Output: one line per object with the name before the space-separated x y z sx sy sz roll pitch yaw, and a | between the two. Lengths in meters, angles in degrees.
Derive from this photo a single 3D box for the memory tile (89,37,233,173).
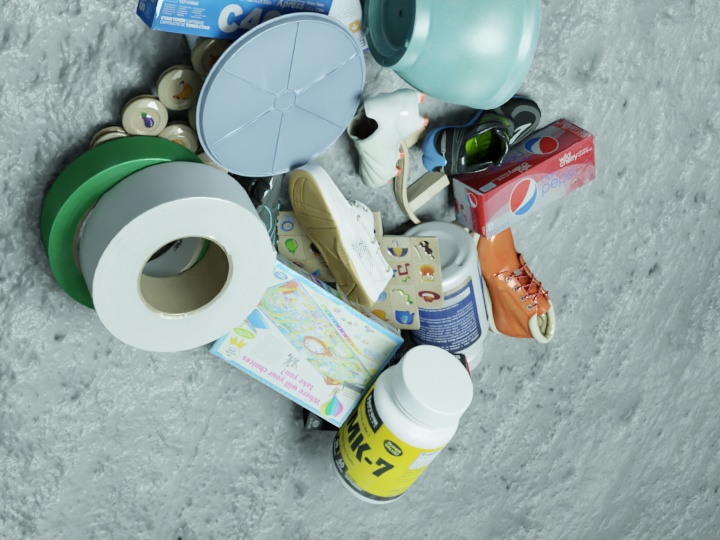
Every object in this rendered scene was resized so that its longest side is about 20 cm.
memory tile | -0.179 -0.152 1.382 0.199 0.017 0.153 -39 133 12

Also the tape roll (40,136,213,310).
tape roll | -0.244 -0.047 1.390 0.197 0.048 0.203 -14 132 -17

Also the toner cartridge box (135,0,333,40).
toner cartridge box | -0.120 -0.283 1.297 0.198 0.043 0.096 0 120 -35

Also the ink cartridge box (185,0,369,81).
ink cartridge box | -0.096 -0.284 1.374 0.198 0.041 0.202 -30 133 -15

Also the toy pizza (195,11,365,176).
toy pizza | -0.085 -0.187 1.353 0.198 0.032 0.202 -21 138 -20

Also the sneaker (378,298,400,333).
sneaker | 0.016 0.092 1.643 0.070 0.075 0.202 -23 126 -20

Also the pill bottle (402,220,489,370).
pill bottle | 0.106 0.043 1.643 0.110 0.111 0.201 -31 138 -14

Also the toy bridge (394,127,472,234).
toy bridge | 0.078 -0.100 1.604 0.067 0.027 0.201 -37 131 -8

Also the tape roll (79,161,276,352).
tape roll | -0.194 -0.013 1.362 0.199 0.071 0.205 -14 130 -17

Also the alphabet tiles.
alphabet tiles | 0.000 0.000 1.541 0.197 0.008 0.169 1 124 14

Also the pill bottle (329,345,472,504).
pill bottle | 0.050 0.185 1.549 0.113 0.115 0.201 -2 143 -32

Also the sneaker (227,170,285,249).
sneaker | -0.129 -0.057 1.479 0.079 0.075 0.202 3 121 -49

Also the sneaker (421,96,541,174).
sneaker | 0.160 -0.158 1.575 0.198 0.082 0.072 -27 128 -40

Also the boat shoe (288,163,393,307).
boat shoe | -0.018 -0.052 1.465 0.069 0.070 0.201 -46 132 -24

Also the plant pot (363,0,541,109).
plant pot | 0.086 -0.278 1.396 0.132 0.200 0.203 -3 118 -28

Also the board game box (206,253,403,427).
board game box | -0.065 0.082 1.511 0.199 0.034 0.135 33 100 -26

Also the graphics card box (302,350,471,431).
graphics card box | 0.031 0.156 1.640 0.197 0.051 0.126 3 141 -12

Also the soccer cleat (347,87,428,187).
soccer cleat | 0.017 -0.153 1.465 0.076 0.070 0.200 -3 161 -15

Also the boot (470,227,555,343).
boot | 0.205 0.011 1.692 0.075 0.106 0.202 -42 133 -27

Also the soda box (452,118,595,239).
soda box | 0.211 -0.118 1.639 0.198 0.063 0.071 -29 128 -27
